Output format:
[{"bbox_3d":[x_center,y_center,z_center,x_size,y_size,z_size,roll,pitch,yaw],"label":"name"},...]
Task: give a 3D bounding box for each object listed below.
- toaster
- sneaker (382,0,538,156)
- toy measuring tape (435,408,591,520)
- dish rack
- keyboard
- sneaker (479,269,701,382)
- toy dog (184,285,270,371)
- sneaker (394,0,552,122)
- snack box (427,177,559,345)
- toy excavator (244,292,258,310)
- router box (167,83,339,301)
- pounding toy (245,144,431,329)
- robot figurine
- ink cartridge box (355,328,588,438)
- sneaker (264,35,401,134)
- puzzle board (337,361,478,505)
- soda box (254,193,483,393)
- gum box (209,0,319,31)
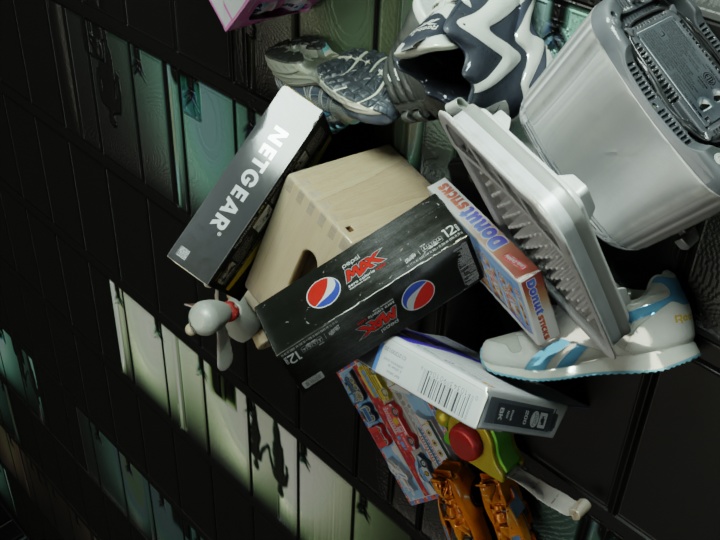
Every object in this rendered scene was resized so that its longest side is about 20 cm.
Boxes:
[{"bbox_3d":[0.204,-0.113,0.664,0.202,0.113,0.129,55,146,8],"label":"toaster"},{"bbox_3d":[0.089,-0.147,0.825,0.203,0.070,0.099,62,146,12],"label":"sneaker"},{"bbox_3d":[0.155,0.185,0.950,0.198,0.073,0.075,27,132,39],"label":"toy measuring tape"},{"bbox_3d":[0.144,-0.037,0.701,0.201,0.043,0.172,54,180,-45],"label":"dish rack"},{"bbox_3d":[0.147,-0.019,0.872,0.203,0.039,0.104,69,167,-11],"label":"keyboard"},{"bbox_3d":[0.195,0.052,0.798,0.197,0.076,0.083,-12,88,34],"label":"sneaker"},{"bbox_3d":[-0.185,0.069,1.205,0.096,0.199,0.133,-35,57,16],"label":"toy dog"},{"bbox_3d":[0.076,-0.214,0.730,0.079,0.128,0.203,-9,96,53],"label":"sneaker"},{"bbox_3d":[0.116,-0.014,0.821,0.073,0.024,0.201,67,174,-33],"label":"snack box"},{"bbox_3d":[-0.089,-0.022,1.105,0.194,0.200,0.100,-44,72,8],"label":"toy excavator"},{"bbox_3d":[-0.102,-0.072,0.921,0.052,0.202,0.157,33,176,7],"label":"router box"},{"bbox_3d":[0.000,0.000,0.951,0.142,0.182,0.202,46,132,21],"label":"pounding toy"},{"bbox_3d":[0.153,0.317,1.038,0.143,0.058,0.204,-8,106,46],"label":"robot figurine"},{"bbox_3d":[0.094,0.102,0.875,0.196,0.198,0.044,25,95,41],"label":"ink cartridge box"},{"bbox_3d":[-0.019,-0.183,0.944,0.199,0.077,0.087,34,148,44],"label":"sneaker"},{"bbox_3d":[0.052,0.194,1.126,0.202,0.017,0.150,60,144,4],"label":"puzzle board"},{"bbox_3d":[0.008,0.020,0.812,0.071,0.198,0.064,56,177,45],"label":"soda box"},{"bbox_3d":[-0.122,-0.349,0.916,0.066,0.112,0.203,-29,88,54],"label":"gum box"}]
